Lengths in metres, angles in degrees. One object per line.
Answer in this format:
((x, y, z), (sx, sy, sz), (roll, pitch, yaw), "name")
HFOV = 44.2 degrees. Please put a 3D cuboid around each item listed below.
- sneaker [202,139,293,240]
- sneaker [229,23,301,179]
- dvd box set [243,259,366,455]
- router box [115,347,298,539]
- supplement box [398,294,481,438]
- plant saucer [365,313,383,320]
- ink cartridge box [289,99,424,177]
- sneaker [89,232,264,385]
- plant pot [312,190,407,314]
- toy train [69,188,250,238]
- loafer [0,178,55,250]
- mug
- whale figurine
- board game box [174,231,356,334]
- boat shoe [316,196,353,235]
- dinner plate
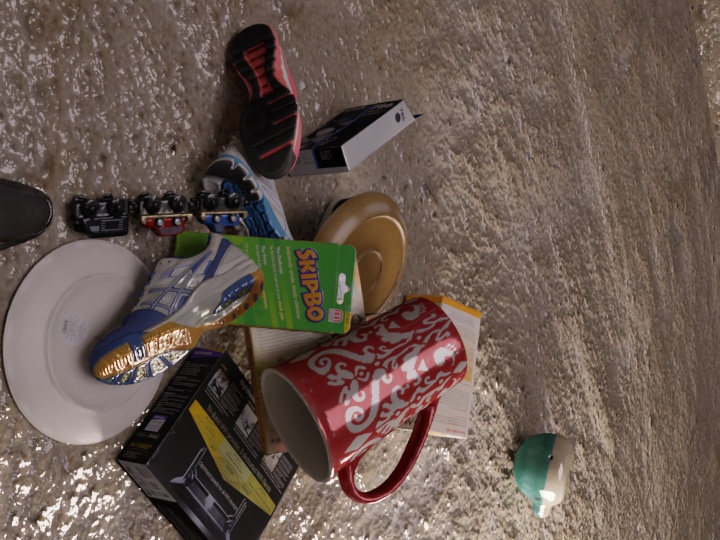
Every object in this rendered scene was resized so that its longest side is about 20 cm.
((-0.114, -0.065, 1.041), (0.087, 0.074, 0.202), (-78, 156, -50), "sneaker")
((-0.094, -0.188, 1.028), (0.087, 0.073, 0.203), (44, 32, -60), "sneaker")
((-0.058, 0.095, 1.015), (0.144, 0.029, 0.203), (-10, 92, -24), "dvd box set")
((-0.160, 0.212, 0.987), (0.158, 0.052, 0.201), (-58, 133, -37), "router box")
((0.116, 0.148, 1.353), (0.125, 0.073, 0.203), (23, 71, -52), "supplement box")
((-0.026, 0.132, 1.131), (0.199, 0.037, 0.202), (-31, 140, -29), "plant saucer")
((-0.005, -0.181, 1.163), (0.200, 0.098, 0.040), (-42, 122, -46), "ink cartridge box")
((-0.196, 0.037, 0.897), (0.199, 0.088, 0.076), (-33, 158, -30), "sneaker")
((0.000, 0.000, 1.121), (0.199, 0.027, 0.202), (-33, 136, -38), "plant pot")
((-0.201, -0.057, 0.913), (0.198, 0.034, 0.047), (-7, 108, -38), "toy train")
((-0.333, -0.046, 0.731), (0.199, 0.072, 0.074), (-11, 98, -54), "loafer")
((0.011, 0.137, 0.974), (0.199, 0.133, 0.179), (-28, 129, -27), "mug")
((0.338, 0.383, 1.665), (0.201, 0.102, 0.161), (77, 29, -59), "whale figurine")
((-0.105, 0.014, 0.957), (0.030, 0.197, 0.097), (51, 43, -81), "board game box")
((-0.030, -0.007, 1.158), (0.072, 0.067, 0.202), (45, 57, -48), "boat shoe")
((-0.259, 0.071, 0.876), (0.199, 0.024, 0.203), (2, 88, -54), "dinner plate")
